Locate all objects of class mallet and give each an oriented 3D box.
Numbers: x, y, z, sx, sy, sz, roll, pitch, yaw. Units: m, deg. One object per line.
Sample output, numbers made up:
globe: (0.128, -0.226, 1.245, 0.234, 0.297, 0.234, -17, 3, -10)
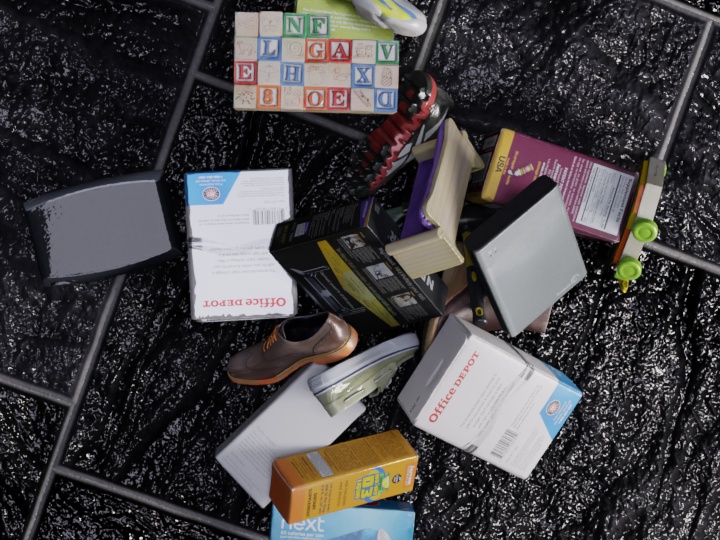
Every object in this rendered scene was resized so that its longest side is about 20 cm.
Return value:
mallet: (0.140, -0.009, 1.714, 0.065, 0.041, 0.201, 3, 51, 3)

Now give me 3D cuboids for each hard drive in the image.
hard drive: (0.218, -0.016, 1.654, 0.139, 0.200, 0.033, -40, 51, -8)
hard drive: (-0.354, -0.057, 1.739, 0.199, 0.042, 0.136, -13, 94, -3)

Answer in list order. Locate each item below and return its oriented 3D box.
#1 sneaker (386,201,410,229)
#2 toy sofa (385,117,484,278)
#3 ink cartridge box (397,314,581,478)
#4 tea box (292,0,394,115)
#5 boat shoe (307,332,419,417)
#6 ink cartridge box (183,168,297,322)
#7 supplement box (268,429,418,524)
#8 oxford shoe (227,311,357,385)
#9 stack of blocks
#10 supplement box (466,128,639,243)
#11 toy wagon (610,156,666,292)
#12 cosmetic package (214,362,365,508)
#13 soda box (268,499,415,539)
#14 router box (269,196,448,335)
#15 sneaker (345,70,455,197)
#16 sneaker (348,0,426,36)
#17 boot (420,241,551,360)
sneaker: (0.005, -0.041, 1.729, 0.199, 0.118, 0.074, -22, 96, -2)
toy sofa: (0.090, -0.097, 1.632, 0.082, 0.201, 0.098, -17, 129, 32)
ink cartridge box: (0.175, 0.172, 1.725, 0.199, 0.086, 0.147, 29, 101, -22)
tea box: (-0.025, -0.316, 1.672, 0.133, 0.200, 0.198, 7, 91, -4)
boat shoe: (0.010, 0.141, 1.726, 0.199, 0.072, 0.062, -23, 88, -40)
ink cartridge box: (-0.162, -0.037, 1.733, 0.145, 0.086, 0.201, -2, 94, -4)
supplement box: (-0.022, 0.279, 1.726, 0.199, 0.069, 0.067, -12, 125, -29)
oxford shoe: (-0.106, 0.098, 1.723, 0.199, 0.072, 0.073, -21, 134, 21)
stack of blocks: (-0.054, -0.251, 1.543, 0.199, 0.059, 0.116, 2, 94, -3)
supplement box: (0.260, -0.115, 1.738, 0.199, 0.131, 0.104, 18, 90, -6)
toy wagon: (0.376, -0.055, 1.742, 0.039, 0.156, 0.201, 17, 131, 5)
cosmetic package: (-0.098, 0.221, 1.759, 0.200, 0.074, 0.102, -43, 95, -3)
soda box: (-0.027, 0.356, 1.774, 0.199, 0.064, 0.068, 5, 92, -4)
router box: (0.000, 0.000, 1.679, 0.157, 0.052, 0.200, -13, 135, 31)
sneaker: (0.059, -0.176, 1.746, 0.098, 0.071, 0.201, 16, 117, -43)
sneaker: (0.007, -0.368, 1.535, 0.199, 0.076, 0.105, 28, 89, -4)
boot: (0.179, 0.066, 1.769, 0.165, 0.072, 0.201, 16, 87, -2)
